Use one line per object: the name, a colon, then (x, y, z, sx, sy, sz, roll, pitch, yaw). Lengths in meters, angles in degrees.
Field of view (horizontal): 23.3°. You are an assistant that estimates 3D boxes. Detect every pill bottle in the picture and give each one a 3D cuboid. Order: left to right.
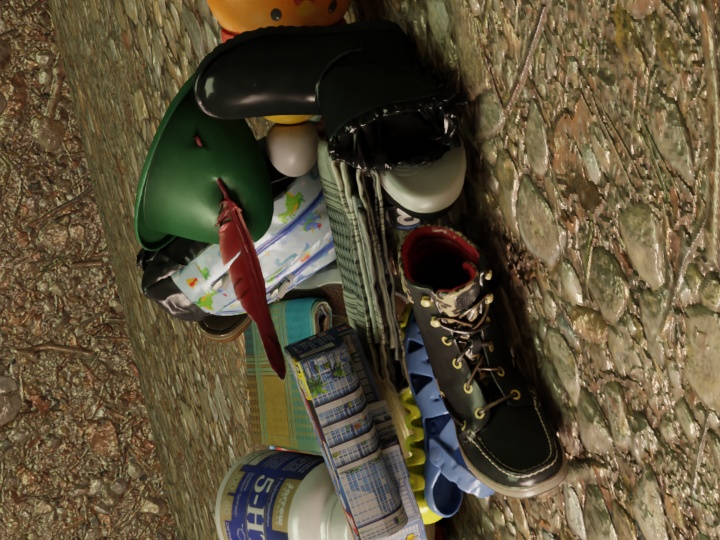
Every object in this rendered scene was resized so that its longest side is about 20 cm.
pill bottle: (-0.038, 0.236, 1.658, 0.199, 0.119, 0.121, -2, 104, 52)

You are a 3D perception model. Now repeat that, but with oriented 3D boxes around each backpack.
backpack: (-0.095, -0.047, 1.634, 0.200, 0.153, 0.164, -47, 19, 23)

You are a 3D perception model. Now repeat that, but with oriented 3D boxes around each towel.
towel: (-0.070, 0.102, 1.699, 0.200, 0.022, 0.148, 173, 94, -67)
towel: (-0.003, -0.009, 1.446, 0.200, 0.034, 0.194, -134, 35, -76)

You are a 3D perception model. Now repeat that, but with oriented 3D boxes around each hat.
hat: (-0.083, -0.054, 1.497, 0.175, 0.166, 0.201, 24, 114, 15)

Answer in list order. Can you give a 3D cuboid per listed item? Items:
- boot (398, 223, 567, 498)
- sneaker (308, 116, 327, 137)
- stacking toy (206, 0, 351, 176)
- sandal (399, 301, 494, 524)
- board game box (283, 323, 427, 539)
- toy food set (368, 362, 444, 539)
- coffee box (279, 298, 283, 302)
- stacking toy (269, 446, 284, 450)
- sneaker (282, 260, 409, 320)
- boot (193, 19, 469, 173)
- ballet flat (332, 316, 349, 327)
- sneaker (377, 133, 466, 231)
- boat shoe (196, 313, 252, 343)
boot: (0.090, 0.066, 1.335, 0.200, 0.073, 0.151, -115, 5, -54)
sneaker: (-0.066, -0.216, 1.670, 0.108, 0.067, 0.202, 104, 144, -59)
stacking toy: (-0.061, -0.180, 1.514, 0.146, 0.145, 0.202, -140, 41, -64)
sandal: (0.079, 0.117, 1.488, 0.087, 0.079, 0.202, -2, 98, 38)
board game box: (0.003, 0.151, 1.412, 0.200, 0.061, 0.201, -165, 54, -85)
toy food set: (0.039, 0.178, 1.702, 0.198, 0.048, 0.202, -134, 32, -61)
coffee box: (-0.061, -0.003, 1.813, 0.124, 0.044, 0.201, -86, -4, -49)
stacking toy: (-0.024, 0.238, 1.799, 0.110, 0.115, 0.201, 89, 169, -47)
sneaker: (0.000, 0.000, 1.641, 0.199, 0.085, 0.073, 8, 147, 52)
boot: (-0.024, -0.131, 1.369, 0.163, 0.196, 0.074, -115, 17, -54)
ballet flat: (-0.042, 0.089, 1.739, 0.200, 0.070, 0.071, -37, 67, 47)
sneaker: (0.045, -0.068, 1.425, 0.200, 0.072, 0.113, -113, 12, -56)
boat shoe: (-0.116, -0.004, 1.770, 0.068, 0.071, 0.201, 89, -165, -57)
